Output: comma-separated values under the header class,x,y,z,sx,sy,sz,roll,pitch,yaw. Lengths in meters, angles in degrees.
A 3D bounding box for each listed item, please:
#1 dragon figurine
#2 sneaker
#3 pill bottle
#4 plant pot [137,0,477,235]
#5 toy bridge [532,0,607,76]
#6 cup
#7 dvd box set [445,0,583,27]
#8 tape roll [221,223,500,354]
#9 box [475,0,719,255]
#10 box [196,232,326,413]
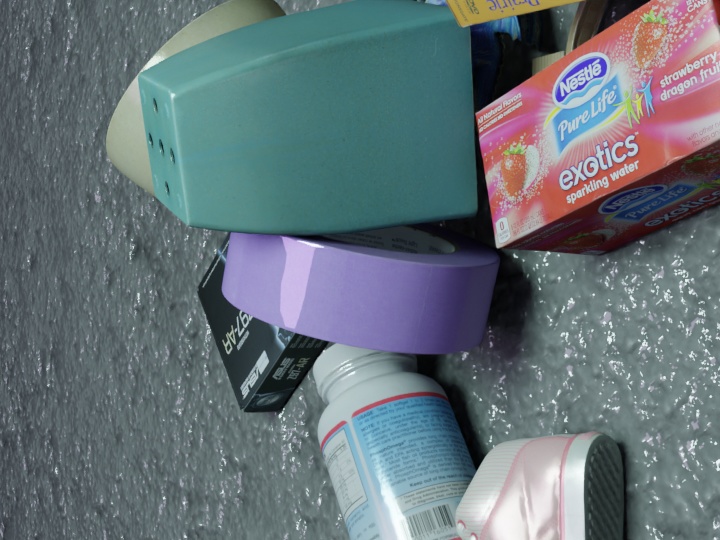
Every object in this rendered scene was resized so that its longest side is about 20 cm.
class,x,y,z,sx,sy,sz,roll,pitch,yaw
dragon figurine,0.096,-0.181,0.822,0.099,0.059,0.201,-24,84,24
sneaker,0.117,0.208,0.758,0.104,0.075,0.201,-4,77,39
pill bottle,0.031,0.151,0.867,0.109,0.108,0.201,-49,50,41
plant pot,-0.042,-0.102,0.779,0.141,0.199,0.142,-146,48,-60
toy bridge,0.152,-0.229,0.791,0.067,0.027,0.201,-6,83,53
cup,-0.094,-0.111,0.969,0.143,0.200,0.201,46,128,13
dvd box set,0.161,-0.214,0.676,0.199,0.029,0.147,-1,45,46
tape roll,0.000,0.000,0.841,0.200,0.199,0.066,26,108,52
box,0.172,-0.087,0.695,0.200,0.095,0.100,-28,64,50
box,-0.081,0.015,1.088,0.200,0.043,0.161,-55,46,37
